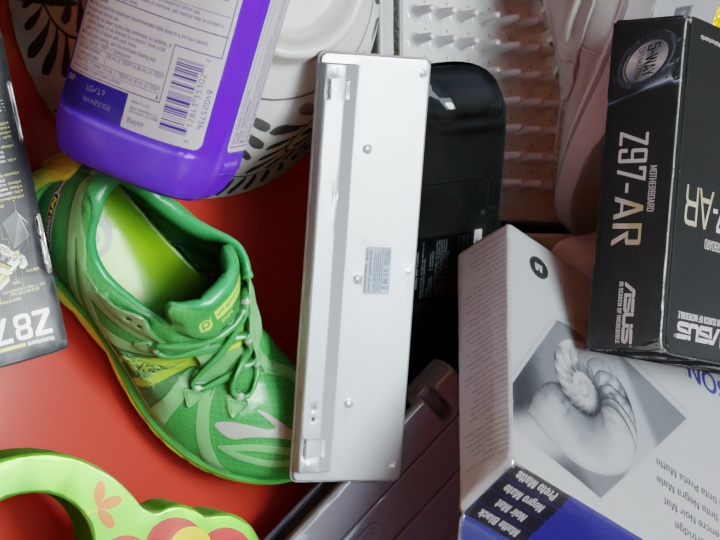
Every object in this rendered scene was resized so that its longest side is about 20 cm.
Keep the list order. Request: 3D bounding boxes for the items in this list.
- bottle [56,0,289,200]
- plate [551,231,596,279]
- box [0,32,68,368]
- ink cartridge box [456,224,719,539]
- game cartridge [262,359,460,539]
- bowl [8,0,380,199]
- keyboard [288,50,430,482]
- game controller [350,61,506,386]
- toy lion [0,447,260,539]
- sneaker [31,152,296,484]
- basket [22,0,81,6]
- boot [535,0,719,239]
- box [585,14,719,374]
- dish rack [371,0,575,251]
[{"bbox_3d":[-0.068,-0.134,0.858,0.065,0.083,0.201,-19,128,-68],"label":"bottle"},{"bbox_3d":[0.183,0.067,1.119,0.199,0.032,0.201,-12,112,-36],"label":"plate"},{"bbox_3d":[-0.233,-0.020,0.853,0.199,0.049,0.162,-17,95,-35],"label":"box"},{"bbox_3d":[0.126,0.103,0.970,0.199,0.041,0.201,32,43,-30],"label":"ink cartridge box"},{"bbox_3d":[0.011,0.158,0.993,0.200,0.038,0.130,-46,116,-9],"label":"game cartridge"},{"bbox_3d":[-0.057,-0.137,0.957,0.200,0.094,0.202,2,87,-35],"label":"bowl"},{"bbox_3d":[0.000,0.000,0.944,0.056,0.011,0.201,1,98,-27],"label":"keyboard"},{"bbox_3d":[0.024,-0.003,1.004,0.104,0.042,0.201,-13,116,-39],"label":"game controller"},{"bbox_3d":[-0.117,0.164,0.897,0.191,0.069,0.201,-32,105,-23],"label":"toy lion"},{"bbox_3d":[-0.079,0.029,0.936,0.200,0.083,0.074,48,65,-22],"label":"sneaker"},{"bbox_3d":[-0.154,-0.224,0.864,0.136,0.180,0.201,13,90,-52],"label":"basket"},{"bbox_3d":[0.125,-0.123,1.046,0.073,0.096,0.201,-7,126,-41],"label":"boot"},{"bbox_3d":[0.192,-0.028,1.018,0.199,0.043,0.161,12,81,-48],"label":"box"},{"bbox_3d":[0.068,-0.110,1.075,0.171,0.043,0.202,1,86,-36],"label":"dish rack"}]
